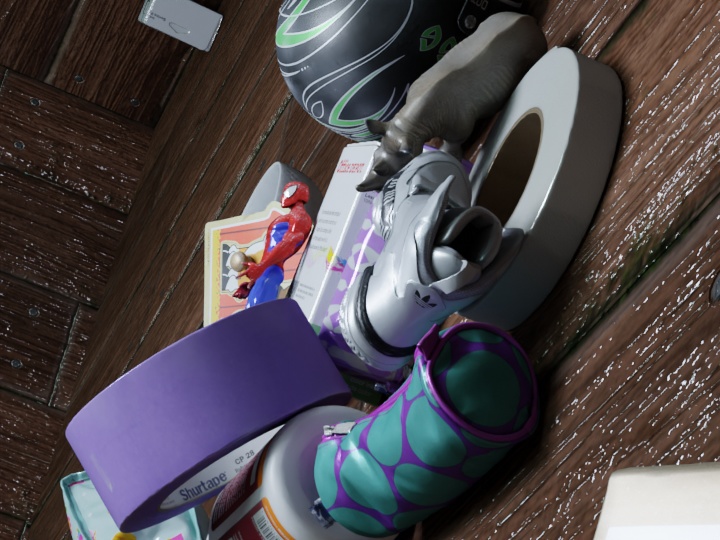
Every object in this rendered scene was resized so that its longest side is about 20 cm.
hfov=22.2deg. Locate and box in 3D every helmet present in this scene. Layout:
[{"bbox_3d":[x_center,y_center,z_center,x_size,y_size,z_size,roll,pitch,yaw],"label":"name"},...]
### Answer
[{"bbox_3d":[0.023,-0.198,1.547,0.191,0.200,0.200,-51,18,18],"label":"helmet"}]

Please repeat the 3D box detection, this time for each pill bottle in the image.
[{"bbox_3d":[-0.046,0.184,1.364,0.200,0.113,0.113,132,156,-57],"label":"pill bottle"}]

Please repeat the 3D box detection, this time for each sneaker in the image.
[{"bbox_3d":[0.059,-0.028,1.225,0.115,0.075,0.200,-39,19,41],"label":"sneaker"}]

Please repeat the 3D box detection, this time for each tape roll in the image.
[{"bbox_3d":[-0.112,0.109,1.368,0.200,0.085,0.200,-31,-11,-7],"label":"tape roll"},{"bbox_3d":[0.117,-0.057,1.272,0.203,0.037,0.203,-159,90,-77],"label":"tape roll"}]

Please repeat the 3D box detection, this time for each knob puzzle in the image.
[{"bbox_3d":[-0.087,0.030,1.759,0.220,0.030,0.220,-8,78,43],"label":"knob puzzle"}]

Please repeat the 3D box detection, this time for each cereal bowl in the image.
[{"bbox_3d":[-0.087,-0.006,1.908,0.200,0.083,0.200,-60,15,28],"label":"cereal bowl"}]

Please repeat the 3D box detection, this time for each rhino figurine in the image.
[{"bbox_3d":[0.064,-0.120,1.354,0.200,0.060,0.087,-40,-20,-23],"label":"rhino figurine"}]

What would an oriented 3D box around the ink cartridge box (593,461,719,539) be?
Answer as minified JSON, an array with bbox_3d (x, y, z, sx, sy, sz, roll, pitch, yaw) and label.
[{"bbox_3d":[0.139,0.169,0.643,0.165,0.075,0.200,-16,51,57],"label":"ink cartridge box"}]

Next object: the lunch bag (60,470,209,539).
[{"bbox_3d":[-0.162,0.271,1.511,0.200,0.122,0.170,-125,20,-50],"label":"lunch bag"}]

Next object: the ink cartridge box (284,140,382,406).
[{"bbox_3d":[0.000,0.000,1.541,0.145,0.084,0.200,-165,97,-78],"label":"ink cartridge box"}]

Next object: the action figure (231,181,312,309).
[{"bbox_3d":[-0.083,0.012,1.576,0.065,0.052,0.200,122,170,-69],"label":"action figure"}]

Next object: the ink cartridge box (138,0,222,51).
[{"bbox_3d":[-0.368,-0.515,3.753,0.084,0.146,0.200,-66,14,5],"label":"ink cartridge box"}]

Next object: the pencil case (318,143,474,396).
[{"bbox_3d":[0.034,-0.002,1.427,0.085,0.084,0.200,21,91,42],"label":"pencil case"}]

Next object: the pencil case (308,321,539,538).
[{"bbox_3d":[0.038,0.107,1.196,0.085,0.092,0.200,-50,2,-36],"label":"pencil case"}]
